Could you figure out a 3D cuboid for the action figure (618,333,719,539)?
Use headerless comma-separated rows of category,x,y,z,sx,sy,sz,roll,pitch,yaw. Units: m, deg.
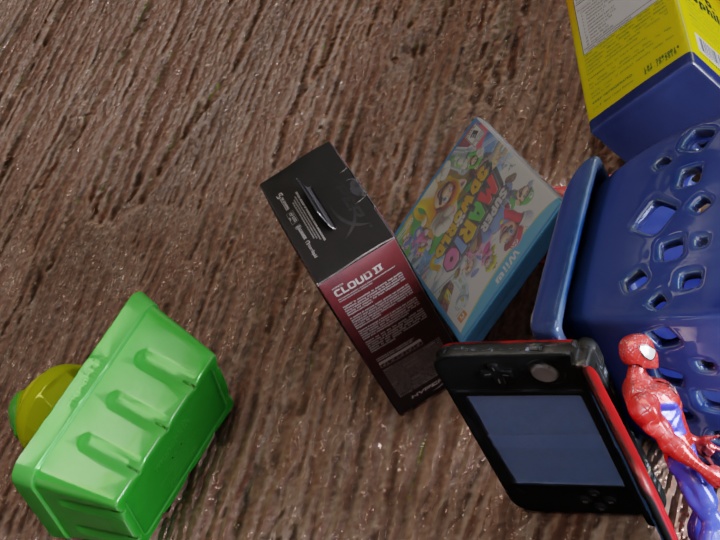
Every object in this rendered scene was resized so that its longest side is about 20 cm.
action figure,0.220,0.131,0.995,0.052,0.200,0.065,-27,10,12

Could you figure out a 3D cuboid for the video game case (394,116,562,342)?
video game case,0.099,-0.037,1.280,0.143,0.018,0.200,-55,29,13

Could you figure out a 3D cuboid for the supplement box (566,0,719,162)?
supplement box,0.265,-0.187,1.308,0.109,0.109,0.200,-35,38,31

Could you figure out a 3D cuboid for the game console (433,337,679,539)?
game console,0.146,0.150,1.015,0.172,0.200,0.119,-3,48,27

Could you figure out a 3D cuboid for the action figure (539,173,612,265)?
action figure,0.159,-0.007,1.254,0.099,0.065,0.200,14,59,33

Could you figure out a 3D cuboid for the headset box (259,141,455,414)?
headset box,0.000,0.000,1.239,0.075,0.200,0.149,-31,43,-1

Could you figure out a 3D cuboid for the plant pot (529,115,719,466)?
plant pot,0.240,0.023,1.090,0.179,0.200,0.200,-7,47,31

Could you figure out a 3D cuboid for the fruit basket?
fruit basket,-0.239,0.127,1.311,0.215,0.156,0.216,-4,56,6
